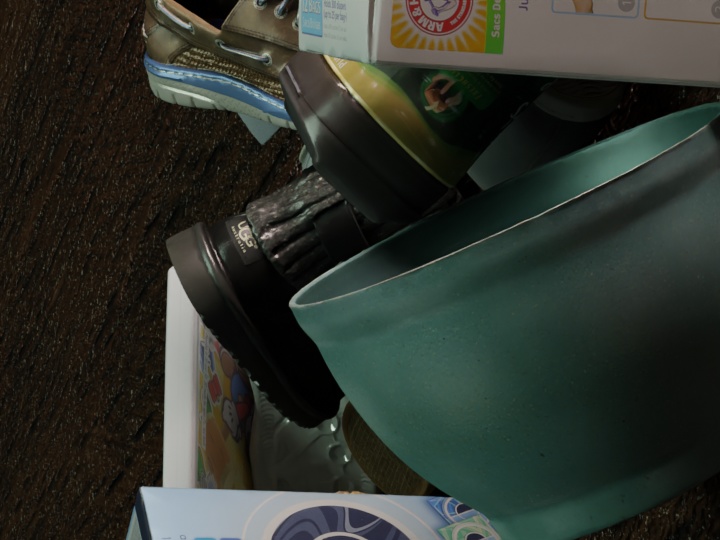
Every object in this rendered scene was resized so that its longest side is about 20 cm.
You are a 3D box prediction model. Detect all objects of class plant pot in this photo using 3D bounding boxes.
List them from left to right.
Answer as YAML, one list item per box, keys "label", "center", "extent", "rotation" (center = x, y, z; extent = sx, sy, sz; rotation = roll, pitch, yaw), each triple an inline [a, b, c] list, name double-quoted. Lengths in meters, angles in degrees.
- label: "plant pot"
  center: [0.087, 0.032, 1.186]
  extent: [0.135, 0.200, 0.200]
  rotation: [66, 163, -6]

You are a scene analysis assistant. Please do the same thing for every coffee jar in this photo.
- label: "coffee jar"
  center: [0.053, -0.114, 1.278]
  extent: [0.200, 0.085, 0.104]
  rotation: [-43, 23, 8]

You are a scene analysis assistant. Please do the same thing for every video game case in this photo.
- label: "video game case"
  center: [-0.071, 0.125, 1.698]
  extent: [0.182, 0.023, 0.201]
  rotation: [57, -156, -48]

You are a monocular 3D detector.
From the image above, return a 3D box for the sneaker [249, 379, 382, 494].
- label: "sneaker"
  center: [-0.026, 0.067, 1.717]
  extent: [0.147, 0.080, 0.201]
  rotation: [-66, -36, -72]

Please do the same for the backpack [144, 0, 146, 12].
- label: "backpack"
  center: [-0.099, -0.262, 1.809]
  extent: [0.200, 0.162, 0.168]
  rotation: [-109, 24, -47]

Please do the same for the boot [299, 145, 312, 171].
- label: "boot"
  center: [0.003, -0.111, 1.616]
  extent: [0.200, 0.073, 0.096]
  rotation: [120, 148, -50]

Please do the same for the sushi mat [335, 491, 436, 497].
- label: "sushi mat"
  center: [0.022, 0.216, 1.492]
  extent: [0.012, 0.095, 0.201]
  rotation: [-10, 76, 42]

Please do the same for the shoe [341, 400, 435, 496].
- label: "shoe"
  center: [0.041, 0.070, 1.527]
  extent: [0.070, 0.053, 0.200]
  rotation: [53, 156, 11]

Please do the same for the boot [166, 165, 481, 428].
- label: "boot"
  center: [0.001, 0.002, 1.531]
  extent: [0.080, 0.157, 0.211]
  rotation: [62, -176, 24]

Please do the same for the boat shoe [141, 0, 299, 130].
- label: "boat shoe"
  center: [-0.038, -0.120, 1.470]
  extent: [0.199, 0.072, 0.073]
  rotation: [6, 123, 34]

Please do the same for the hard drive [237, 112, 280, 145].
- label: "hard drive"
  center: [-0.003, -0.169, 1.551]
  extent: [0.200, 0.042, 0.135]
  rotation: [-46, 16, 46]

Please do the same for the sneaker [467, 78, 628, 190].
- label: "sneaker"
  center: [0.068, -0.130, 1.407]
  extent: [0.106, 0.074, 0.201]
  rotation: [117, 149, -51]

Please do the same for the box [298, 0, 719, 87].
- label: "box"
  center: [0.084, -0.130, 1.151]
  extent: [0.112, 0.199, 0.102]
  rotation: [-157, 70, -71]

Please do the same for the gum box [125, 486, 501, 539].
- label: "gum box"
  center: [-0.003, 0.182, 1.390]
  extent: [0.170, 0.199, 0.045]
  rotation: [-109, 28, -48]
